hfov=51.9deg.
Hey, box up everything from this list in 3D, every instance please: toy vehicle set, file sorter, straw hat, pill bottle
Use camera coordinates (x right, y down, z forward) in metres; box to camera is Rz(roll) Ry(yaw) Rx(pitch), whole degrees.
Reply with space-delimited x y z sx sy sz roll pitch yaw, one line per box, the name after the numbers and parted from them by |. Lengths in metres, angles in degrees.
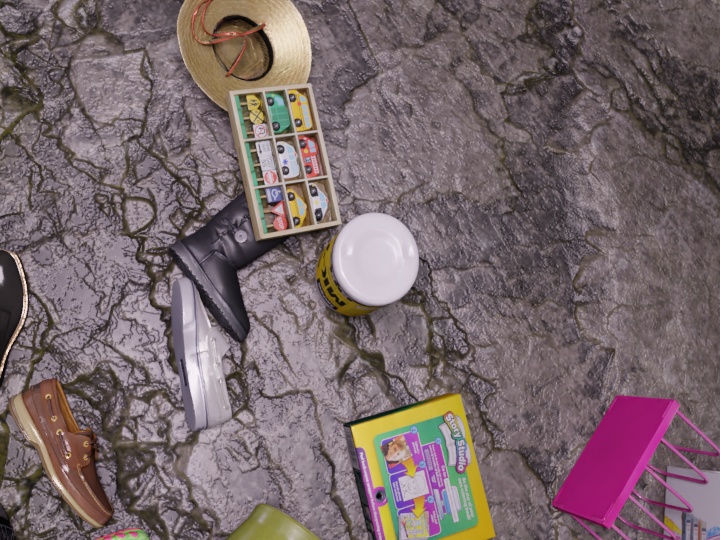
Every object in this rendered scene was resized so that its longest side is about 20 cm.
-0.106 -0.151 1.023 0.122 0.026 0.205 -13 89 -25 | toy vehicle set
0.406 0.305 1.074 0.125 0.139 0.201 40 75 -7 | file sorter
-0.174 -0.315 1.061 0.196 0.085 0.207 -1 93 -27 | straw hat
0.000 0.000 0.995 0.111 0.200 0.118 2 80 -12 | pill bottle

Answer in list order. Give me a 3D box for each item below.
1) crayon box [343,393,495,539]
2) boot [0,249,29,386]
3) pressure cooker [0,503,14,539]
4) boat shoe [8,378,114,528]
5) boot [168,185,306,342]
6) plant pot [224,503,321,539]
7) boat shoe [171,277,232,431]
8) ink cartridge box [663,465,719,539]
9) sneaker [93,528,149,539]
0.082 0.294 1.042 0.168 0.058 0.205 -12 85 -15 | crayon box
-0.468 0.065 0.911 0.075 0.138 0.206 5 79 -11 | boot
-0.501 0.332 0.830 0.176 0.200 0.179 43 75 -1 | pressure cooker
-0.368 0.231 0.942 0.067 0.072 0.202 -32 87 -13 | boat shoe
-0.143 -0.025 1.043 0.199 0.065 0.167 -38 98 -23 | boot
-0.128 0.409 0.920 0.199 0.200 0.195 37 64 -5 | plant pot
-0.211 0.109 1.003 0.068 0.071 0.205 -7 83 -30 | boat shoe
0.546 0.401 1.083 0.142 0.144 0.205 11 79 -14 | ink cartridge box
-0.357 0.389 0.918 0.195 0.077 0.086 -15 81 -13 | sneaker
